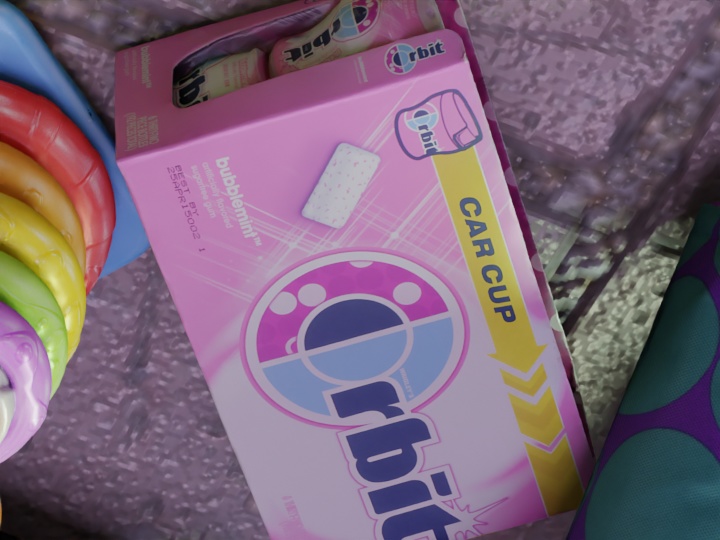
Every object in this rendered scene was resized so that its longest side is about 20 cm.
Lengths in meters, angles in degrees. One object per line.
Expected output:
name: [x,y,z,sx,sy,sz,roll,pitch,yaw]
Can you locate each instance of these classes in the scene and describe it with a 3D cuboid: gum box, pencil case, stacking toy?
gum box: [0.000,0.000,0.973,0.113,0.066,0.200,-16,126,6]
pencil case: [0.121,0.077,0.971,0.092,0.085,0.200,23,82,5]
stacking toy: [-0.126,0.022,0.891,0.110,0.200,0.116,-26,125,11]

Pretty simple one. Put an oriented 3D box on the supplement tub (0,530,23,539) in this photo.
supplement tub: [-0.124,0.158,1.037,0.200,0.123,0.123,26,119,-23]
